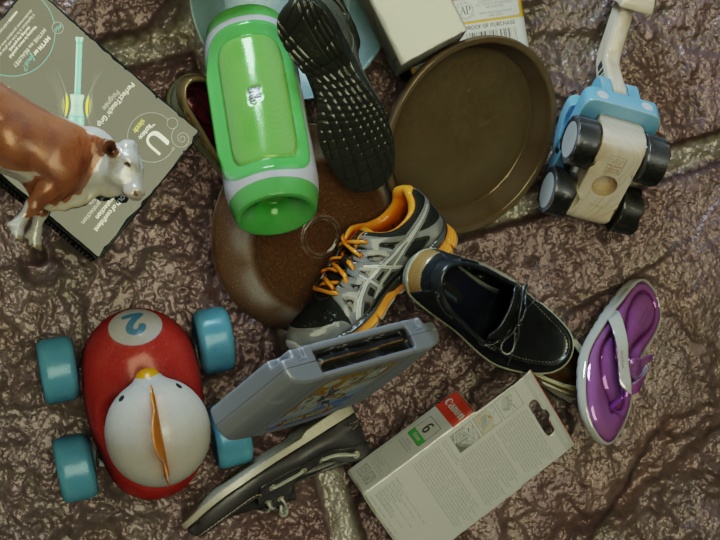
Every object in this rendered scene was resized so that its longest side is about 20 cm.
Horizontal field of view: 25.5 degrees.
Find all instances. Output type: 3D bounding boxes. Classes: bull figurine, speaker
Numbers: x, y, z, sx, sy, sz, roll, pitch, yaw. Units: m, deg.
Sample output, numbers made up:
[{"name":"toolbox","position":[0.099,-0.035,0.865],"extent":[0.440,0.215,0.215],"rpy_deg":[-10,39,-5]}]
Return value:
[{"name":"bull figurine","position":[-0.282,-0.093,1.346],"extent":[0.199,0.065,0.122],"rpy_deg":[31,86,-10]},{"name":"speaker","position":[-0.090,-0.137,1.433],"extent":[0.087,0.089,0.202],"rpy_deg":[-5,63,-12]}]

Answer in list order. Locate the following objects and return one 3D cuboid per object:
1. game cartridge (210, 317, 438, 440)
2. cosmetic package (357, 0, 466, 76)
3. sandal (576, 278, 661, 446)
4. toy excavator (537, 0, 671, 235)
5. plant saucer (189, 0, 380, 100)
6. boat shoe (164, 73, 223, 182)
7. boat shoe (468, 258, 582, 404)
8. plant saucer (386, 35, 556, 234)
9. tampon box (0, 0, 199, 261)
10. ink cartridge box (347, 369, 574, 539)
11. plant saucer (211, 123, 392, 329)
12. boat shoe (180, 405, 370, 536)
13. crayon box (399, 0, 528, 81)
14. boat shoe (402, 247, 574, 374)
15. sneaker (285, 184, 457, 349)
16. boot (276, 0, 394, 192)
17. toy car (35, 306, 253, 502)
[{"name":"game cartridge","position":[-0.033,0.099,1.434],"extent":[0.199,0.133,0.042],"rpy_deg":[-12,65,-46]},{"name":"cosmetic package","position":[0.021,-0.290,1.479],"extent":[0.072,0.104,0.202],"rpy_deg":[-26,91,-1]},{"name":"sandal","position":[0.259,0.079,1.550],"extent":[0.083,0.049,0.204],"rpy_deg":[47,46,-24]},{"name":"toy excavator","position":[0.243,-0.168,1.581],"extent":[0.099,0.201,0.196],"rpy_deg":[12,131,-12]},{"name":"plant saucer","position":[-0.069,-0.264,1.539],"extent":[0.198,0.039,0.204],"rpy_deg":[0,89,-13]},{"name":"boat shoe","position":[-0.105,-0.109,1.513],"extent":[0.199,0.066,0.074],"rpy_deg":[40,81,-10]},{"name":"boat shoe","position":[0.161,0.056,1.568],"extent":[0.199,0.068,0.075],"rpy_deg":[36,82,-9]},{"name":"plant saucer","position":[0.103,-0.132,1.537],"extent":[0.198,0.029,0.202],"rpy_deg":[-15,121,-26]},{"name":"tampon box","position":[-0.271,-0.128,1.447],"extent":[0.200,0.126,0.150],"rpy_deg":[41,82,-10]},{"name":"ink cartridge box","position":[0.098,0.182,1.534],"extent":[0.199,0.050,0.109],"rpy_deg":[-36,119,-5]},{"name":"plant saucer","position":[-0.043,-0.036,1.506],"extent":[0.198,0.037,0.203],"rpy_deg":[-9,109,-26]},{"name":"boat shoe","position":[-0.077,0.202,1.512],"extent":[0.199,0.073,0.063],"rpy_deg":[-33,93,-16]},{"name":"crayon box","position":[0.088,-0.297,1.568],"extent":[0.124,0.052,0.203],"rpy_deg":[-9,92,-12]},{"name":"boat shoe","position":[0.128,0.042,1.480],"extent":[0.199,0.062,0.075],"rpy_deg":[32,78,-28]},{"name":"sneaker","position":[0.000,0.000,1.479],"extent":[0.200,0.078,0.078],"rpy_deg":[-43,120,-22]},{"name":"boot","position":[-0.012,-0.185,1.473],"extent":[0.067,0.131,0.202],"rpy_deg":[-16,113,16]},{"name":"toy car","position":[-0.187,0.123,1.423],"extent":[0.182,0.200,0.179],"rpy_deg":[-10,91,-13]}]
